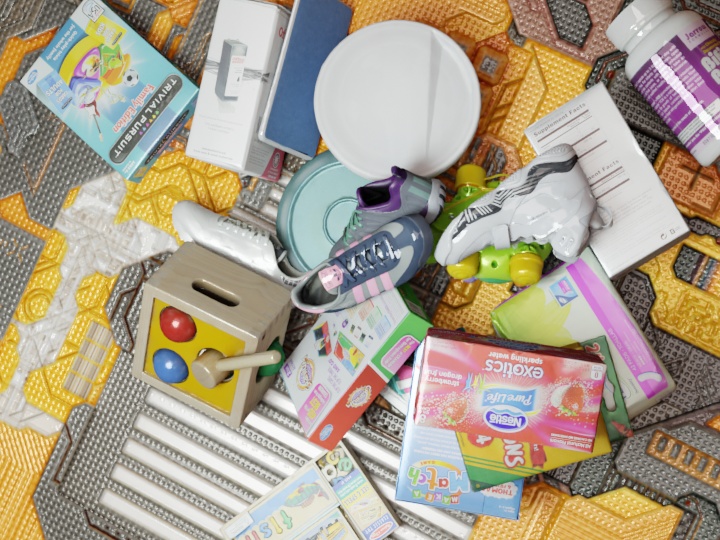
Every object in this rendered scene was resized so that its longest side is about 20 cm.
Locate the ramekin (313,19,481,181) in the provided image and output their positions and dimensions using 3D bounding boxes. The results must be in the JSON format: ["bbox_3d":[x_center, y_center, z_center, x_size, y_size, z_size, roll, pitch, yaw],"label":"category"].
[{"bbox_3d":[0.047,-0.194,1.746,0.200,0.094,0.205,-1,80,5],"label":"ramekin"}]

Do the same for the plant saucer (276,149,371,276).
[{"bbox_3d":[-0.014,-0.058,1.803,0.198,0.027,0.203,-1,87,12],"label":"plant saucer"}]

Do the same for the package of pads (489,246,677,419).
[{"bbox_3d":[0.262,0.097,1.718,0.154,0.068,0.201,-33,82,9],"label":"package of pads"}]

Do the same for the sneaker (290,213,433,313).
[{"bbox_3d":[0.000,0.000,1.654,0.200,0.082,0.071,-37,73,41],"label":"sneaker"}]

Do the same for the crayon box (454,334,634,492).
[{"bbox_3d":[0.203,0.161,1.638,0.198,0.051,0.128,-18,93,4],"label":"crayon box"}]

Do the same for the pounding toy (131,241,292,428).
[{"bbox_3d":[-0.168,0.088,1.731,0.198,0.142,0.185,25,130,12],"label":"pounding toy"}]

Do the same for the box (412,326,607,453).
[{"bbox_3d":[0.161,0.129,1.565,0.197,0.095,0.101,9,95,3],"label":"box"}]

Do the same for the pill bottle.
[{"bbox_3d":[0.381,-0.230,1.682,0.112,0.112,0.201,-40,82,8],"label":"pill bottle"}]

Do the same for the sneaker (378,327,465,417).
[{"bbox_3d":[0.103,0.130,1.747,0.199,0.084,0.121,37,105,12],"label":"sneaker"}]

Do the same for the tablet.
[{"bbox_3d":[-0.067,-0.245,1.767,0.014,0.130,0.202,14,89,29],"label":"tablet"}]

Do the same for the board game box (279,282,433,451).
[{"bbox_3d":[-0.010,0.094,1.727,0.040,0.153,0.201,30,107,-30],"label":"board game box"}]

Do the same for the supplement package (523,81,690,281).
[{"bbox_3d":[0.292,-0.102,1.696,0.109,0.114,0.201,-31,81,10],"label":"supplement package"}]

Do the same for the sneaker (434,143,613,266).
[{"bbox_3d":[0.185,-0.043,1.622,0.199,0.075,0.115,-37,78,5],"label":"sneaker"}]

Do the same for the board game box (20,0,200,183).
[{"bbox_3d":[-0.318,-0.237,1.862,0.200,0.047,0.151,41,97,10],"label":"board game box"}]

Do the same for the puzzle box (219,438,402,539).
[{"bbox_3d":[-0.063,0.321,1.801,0.199,0.025,0.134,-37,82,8],"label":"puzzle box"}]

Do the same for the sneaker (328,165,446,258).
[{"bbox_3d":[0.010,-0.067,1.703,0.199,0.087,0.075,-35,39,40],"label":"sneaker"}]

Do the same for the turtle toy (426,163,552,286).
[{"bbox_3d":[0.143,-0.044,1.727,0.197,0.101,0.147,5,66,8],"label":"turtle toy"}]

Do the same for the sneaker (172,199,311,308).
[{"bbox_3d":[-0.147,-0.029,1.799,0.200,0.076,0.081,40,114,-1],"label":"sneaker"}]

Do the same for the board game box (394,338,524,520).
[{"bbox_3d":[0.127,0.181,1.690,0.149,0.037,0.203,9,94,5],"label":"board game box"}]

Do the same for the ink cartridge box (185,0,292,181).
[{"bbox_3d":[-0.135,-0.223,1.772,0.084,0.146,0.202,15,91,14],"label":"ink cartridge box"}]
